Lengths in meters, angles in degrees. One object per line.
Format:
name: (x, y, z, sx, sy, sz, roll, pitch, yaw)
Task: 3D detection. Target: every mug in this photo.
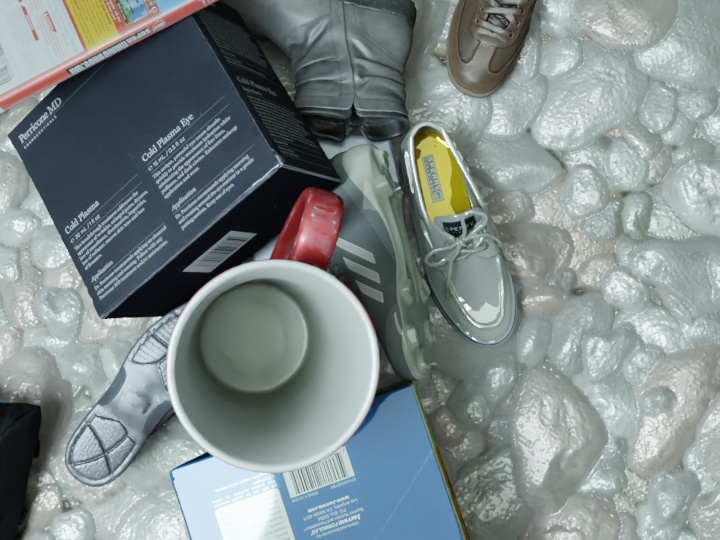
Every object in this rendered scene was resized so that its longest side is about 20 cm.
mug: (-0.055, 0.044, 0.654, 0.177, 0.200, 0.134, -43, 98, -8)

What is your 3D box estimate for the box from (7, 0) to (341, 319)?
box: (-0.151, -0.091, 0.720, 0.199, 0.104, 0.183, -36, 75, 19)

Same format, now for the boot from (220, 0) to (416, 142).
boot: (-0.051, -0.184, 0.767, 0.198, 0.070, 0.133, 7, 71, 5)

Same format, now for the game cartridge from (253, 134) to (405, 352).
game cartridge: (-0.027, -0.019, 0.785, 0.132, 0.040, 0.202, 4, 86, 7)

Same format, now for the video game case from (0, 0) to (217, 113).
video game case: (-0.208, -0.222, 0.664, 0.199, 0.017, 0.144, -27, 75, 0)

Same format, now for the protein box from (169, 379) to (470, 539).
protein box: (-0.016, 0.215, 0.714, 0.197, 0.135, 0.202, -20, 84, 1)

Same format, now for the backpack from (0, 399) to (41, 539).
backpack: (-0.393, 0.162, 0.744, 0.199, 0.154, 0.164, 22, 102, 16)

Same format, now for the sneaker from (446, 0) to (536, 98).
sneaker: (0.126, -0.252, 0.775, 0.070, 0.076, 0.201, 20, 86, 4)

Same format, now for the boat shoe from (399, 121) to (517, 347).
boat shoe: (0.084, -0.033, 0.754, 0.074, 0.086, 0.204, -16, 84, 1)

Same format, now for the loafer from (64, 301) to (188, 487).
loafer: (-0.174, 0.095, 0.769, 0.072, 0.063, 0.200, 43, 86, -5)

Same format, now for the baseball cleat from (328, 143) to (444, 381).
baseball cleat: (0.000, 0.000, 0.729, 0.106, 0.070, 0.202, -18, 69, 20)
